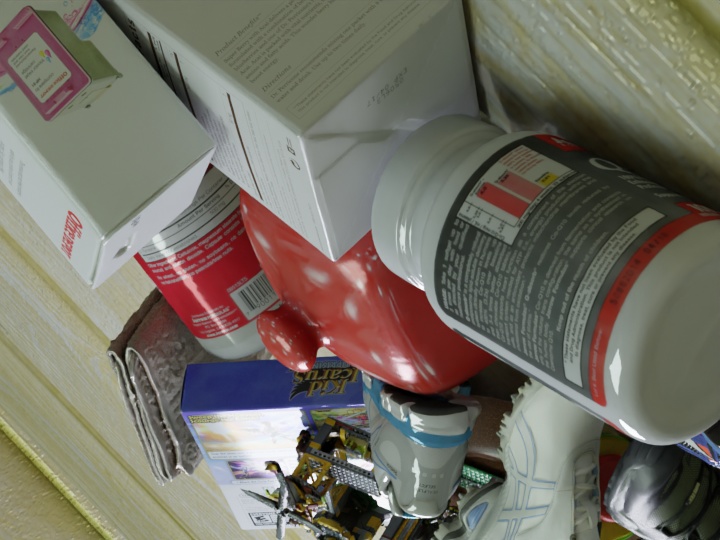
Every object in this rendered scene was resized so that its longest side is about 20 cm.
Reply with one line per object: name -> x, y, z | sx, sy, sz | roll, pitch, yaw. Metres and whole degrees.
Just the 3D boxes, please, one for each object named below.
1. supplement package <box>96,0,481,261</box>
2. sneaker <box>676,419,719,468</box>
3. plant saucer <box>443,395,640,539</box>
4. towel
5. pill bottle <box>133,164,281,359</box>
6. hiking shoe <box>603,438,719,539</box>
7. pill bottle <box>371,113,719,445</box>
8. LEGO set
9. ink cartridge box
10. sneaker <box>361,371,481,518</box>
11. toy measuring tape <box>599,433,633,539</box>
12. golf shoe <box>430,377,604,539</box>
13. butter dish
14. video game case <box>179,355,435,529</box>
supplement package -> -0.049, -0.127, 1.178 | 0.200, 0.121, 0.120 | 39, 161, 28
sneaker -> 0.200, 0.072, 1.133 | 0.078, 0.075, 0.200 | 47, 174, -32
plant saucer -> 0.119, 0.165, 1.488 | 0.199, 0.035, 0.201 | 26, 149, 17
towel -> -0.121, 0.055, 1.639 | 0.034, 0.200, 0.133 | 0, 126, 25
pill bottle -> -0.117, -0.044, 1.541 | 0.200, 0.112, 0.112 | 54, 161, -21
hiking shoe -> 0.209, 0.148, 1.284 | 0.100, 0.076, 0.200 | 24, 161, 28
pill bottle -> 0.102, -0.003, 1.100 | 0.200, 0.116, 0.116 | 31, 157, 42
LEGO set -> 0.018, 0.196, 1.482 | 0.199, 0.116, 0.154 | 24, 148, 19
ink cartridge box -> -0.176, -0.101, 1.194 | 0.200, 0.085, 0.145 | 51, 166, 2
sneaker -> 0.032, 0.110, 1.383 | 0.074, 0.087, 0.200 | 7, -174, 0
toy measuring tape -> 0.155, 0.175, 1.369 | 0.074, 0.073, 0.202 | 166, 97, -71
golf shoe -> 0.123, 0.128, 1.299 | 0.097, 0.078, 0.201 | 45, 130, 29
butter dish -> 0.000, 0.000, 1.299 | 0.200, 0.148, 0.200 | 31, 156, 43
video game case -> -0.013, 0.127, 1.593 | 0.198, 0.046, 0.182 | -3, 146, 12
